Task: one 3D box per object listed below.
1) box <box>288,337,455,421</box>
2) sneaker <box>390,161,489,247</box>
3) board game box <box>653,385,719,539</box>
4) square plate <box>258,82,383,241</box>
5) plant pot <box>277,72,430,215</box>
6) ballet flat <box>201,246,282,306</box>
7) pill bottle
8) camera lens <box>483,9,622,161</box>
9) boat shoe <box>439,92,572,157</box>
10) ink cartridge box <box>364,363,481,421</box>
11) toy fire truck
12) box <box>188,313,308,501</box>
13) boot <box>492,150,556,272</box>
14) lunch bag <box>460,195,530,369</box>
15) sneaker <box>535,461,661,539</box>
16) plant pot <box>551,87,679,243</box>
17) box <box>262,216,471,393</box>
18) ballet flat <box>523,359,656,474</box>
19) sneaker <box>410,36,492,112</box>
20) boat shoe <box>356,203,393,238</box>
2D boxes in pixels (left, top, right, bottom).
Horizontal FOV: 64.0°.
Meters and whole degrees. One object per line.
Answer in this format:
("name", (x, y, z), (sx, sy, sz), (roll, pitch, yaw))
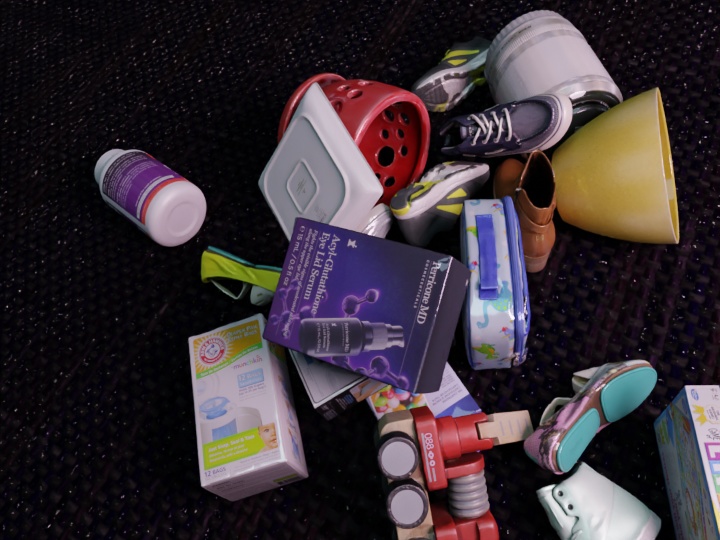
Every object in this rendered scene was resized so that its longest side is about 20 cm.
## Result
("box", (0.011, 0.090, 0.754), (0.198, 0.060, 0.118), (-29, 57, -2))
("sneaker", (0.123, -0.104, 0.873), (0.199, 0.086, 0.074), (-31, 30, -30))
("board game box", (0.354, 0.238, 0.591), (0.034, 0.135, 0.203), (-3, 60, 11))
("square plate", (-0.071, -0.118, 0.802), (0.028, 0.200, 0.200), (-8, 59, -42))
("plant pot", (-0.019, -0.196, 0.889), (0.181, 0.201, 0.201), (28, 69, 30))
("ballet flat", (-0.166, 0.017, 0.885), (0.197, 0.067, 0.068), (15, 86, 23))
("pill bottle", (-0.362, -0.132, 0.978), (0.199, 0.113, 0.113), (33, 72, 26))
("camera lens", (0.291, -0.275, 0.885), (0.157, 0.161, 0.203), (-16, 58, 3))
("boat shoe", (0.191, -0.194, 0.801), (0.091, 0.199, 0.076), (-7, 90, -25))
("ink cartridge box", (0.072, 0.165, 0.754), (0.118, 0.042, 0.201), (-31, 60, -6))
("toy fire truck", (0.122, 0.236, 0.656), (0.196, 0.129, 0.179), (-11, 89, -1))
("box", (-0.149, 0.178, 0.758), (0.111, 0.102, 0.202), (-17, 58, 2))
("boot", (0.229, -0.115, 0.810), (0.075, 0.156, 0.203), (-4, 59, 11))
("lunch bag", (0.169, 0.017, 0.745), (0.081, 0.161, 0.203), (-4, 59, 11))
("sneaker", (0.218, 0.304, 0.617), (0.118, 0.074, 0.200), (38, 64, 21))
("plant pot", (0.345, -0.129, 0.790), (0.140, 0.200, 0.203), (-7, 57, 33))
("box", (0.009, 0.039, 0.661), (0.197, 0.104, 0.151), (14, 87, 24))
("ballet flat", (0.269, 0.162, 0.691), (0.199, 0.070, 0.071), (-33, 25, -23))
("sneaker", (0.165, -0.347, 1.016), (0.198, 0.075, 0.085), (-27, 52, -14))
("boat shoe", (0.000, 0.000, 0.842), (0.071, 0.070, 0.202), (33, 87, 18))
